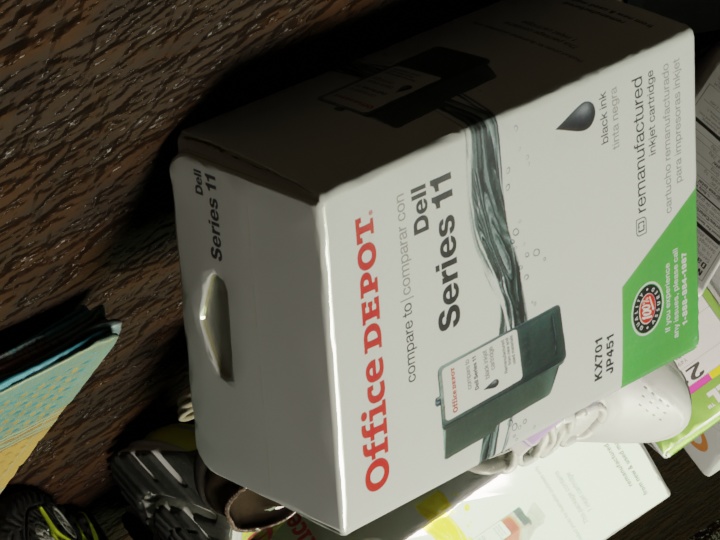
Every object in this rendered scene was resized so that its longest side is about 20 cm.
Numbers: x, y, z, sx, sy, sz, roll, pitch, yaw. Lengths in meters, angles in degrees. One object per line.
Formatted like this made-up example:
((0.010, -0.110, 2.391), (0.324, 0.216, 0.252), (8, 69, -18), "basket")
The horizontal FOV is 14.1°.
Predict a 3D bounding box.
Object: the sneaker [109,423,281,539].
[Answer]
((-0.068, 0.102, 1.435), (0.090, 0.078, 0.200), (-39, 175, -14), "sneaker")

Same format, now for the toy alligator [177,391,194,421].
((0.000, 0.000, 1.273), (0.200, 0.054, 0.059), (-25, 164, -4), "toy alligator")

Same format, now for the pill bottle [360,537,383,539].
((-0.062, 0.217, 1.426), (0.200, 0.120, 0.120), (-21, 170, 14), "pill bottle")

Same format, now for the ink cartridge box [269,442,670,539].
((0.042, 0.116, 1.558), (0.200, 0.083, 0.145), (-34, -148, -2), "ink cartridge box")

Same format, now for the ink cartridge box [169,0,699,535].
((0.033, -0.008, 1.105), (0.200, 0.083, 0.147), (-26, 124, -35), "ink cartridge box")

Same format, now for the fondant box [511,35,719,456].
((0.130, -0.019, 1.369), (0.144, 0.058, 0.200), (-46, -177, 41), "fondant box")

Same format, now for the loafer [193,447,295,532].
((-0.005, 0.071, 1.256), (0.073, 0.071, 0.200), (-13, 159, -39), "loafer")

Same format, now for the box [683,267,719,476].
((0.236, 0.026, 1.781), (0.097, 0.124, 0.200), (-31, 167, -18), "box")

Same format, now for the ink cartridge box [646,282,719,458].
((0.182, 0.072, 1.571), (0.076, 0.200, 0.148), (-35, -175, -1), "ink cartridge box")

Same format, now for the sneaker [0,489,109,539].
((-0.155, 0.157, 1.389), (0.076, 0.075, 0.200), (-35, 166, -1), "sneaker")

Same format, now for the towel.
((-0.189, 0.087, 1.179), (0.147, 0.022, 0.200), (-24, 165, -35), "towel")

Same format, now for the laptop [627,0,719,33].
((0.204, -0.183, 1.222), (0.200, 0.103, 0.177), (-9, 165, 1), "laptop")

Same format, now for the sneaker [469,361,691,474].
((0.071, 0.067, 1.416), (0.200, 0.087, 0.075), (7, 129, -19), "sneaker")
